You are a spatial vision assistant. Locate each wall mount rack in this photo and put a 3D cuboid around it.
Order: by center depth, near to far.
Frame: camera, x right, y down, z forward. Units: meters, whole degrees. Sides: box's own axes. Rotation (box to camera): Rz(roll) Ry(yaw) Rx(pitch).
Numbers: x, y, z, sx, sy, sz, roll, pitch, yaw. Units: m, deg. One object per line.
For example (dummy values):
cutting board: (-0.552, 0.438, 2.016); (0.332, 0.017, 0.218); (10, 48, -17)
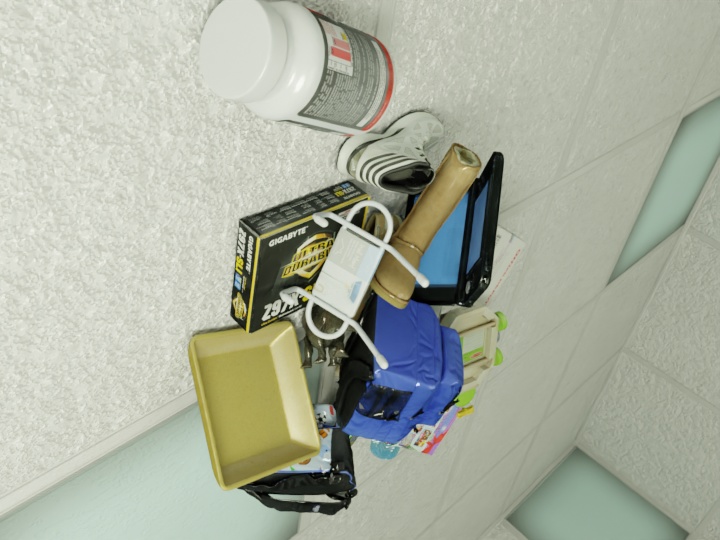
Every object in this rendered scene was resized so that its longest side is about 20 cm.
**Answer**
wall mount rack: (-0.004, 0.020, 0.915); (0.201, 0.173, 0.074); (-65, 164, 18)

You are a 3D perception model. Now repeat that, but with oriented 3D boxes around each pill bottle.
pill bottle: (-0.059, -0.208, 0.750); (0.199, 0.116, 0.116); (-2, 123, -55)

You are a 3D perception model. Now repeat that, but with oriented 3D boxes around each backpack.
backpack: (0.050, 0.164, 1.067); (0.163, 0.167, 0.201); (-79, -168, -45)
backpack: (-0.107, 0.297, 1.159); (0.189, 0.155, 0.201); (-8, 148, 0)

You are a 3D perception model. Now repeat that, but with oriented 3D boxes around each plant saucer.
plant saucer: (-0.153, 0.181, 1.008); (0.048, 0.202, 0.199); (-18, 172, 36)

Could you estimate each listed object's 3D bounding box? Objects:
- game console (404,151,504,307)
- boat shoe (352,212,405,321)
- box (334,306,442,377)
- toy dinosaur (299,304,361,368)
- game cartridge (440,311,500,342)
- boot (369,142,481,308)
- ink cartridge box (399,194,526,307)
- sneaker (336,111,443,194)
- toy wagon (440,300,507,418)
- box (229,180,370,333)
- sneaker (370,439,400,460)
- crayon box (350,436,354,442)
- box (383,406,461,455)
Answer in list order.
game console: (0.124, -0.057, 1.047); (0.176, 0.115, 0.202); (103, -4, -73)
boat shoe: (0.000, 0.000, 1.122); (0.076, 0.072, 0.201); (10, 107, -40)
box: (0.044, 0.110, 1.188); (0.200, 0.094, 0.078); (-57, -173, 40)
toy dinosaur: (-0.052, 0.083, 1.048); (0.076, 0.103, 0.200); (-4, 164, -12)
game cartridge: (0.132, 0.129, 1.295); (0.199, 0.041, 0.133); (-26, 140, 30)
boot: (0.089, -0.066, 0.988); (0.201, 0.066, 0.175); (-56, -168, 23)
ink cartridge box: (0.157, -0.036, 1.216); (0.148, 0.144, 0.200); (-59, 150, 8)
sneaker: (0.073, -0.151, 1.001); (0.200, 0.115, 0.076); (-28, 142, -38)
toy wagon: (0.170, 0.152, 1.209); (0.154, 0.040, 0.202); (-15, 120, -30)
box: (-0.082, -0.020, 0.988); (0.199, 0.049, 0.161); (-25, 142, -41)
sneaker: (0.077, 0.250, 1.350); (0.201, 0.076, 0.081); (-59, -173, 15)
crayon box: (0.001, 0.262, 1.372); (0.200, 0.051, 0.126); (-51, 167, -5)
box: (0.125, 0.222, 1.270); (0.136, 0.039, 0.201); (25, 100, -41)
